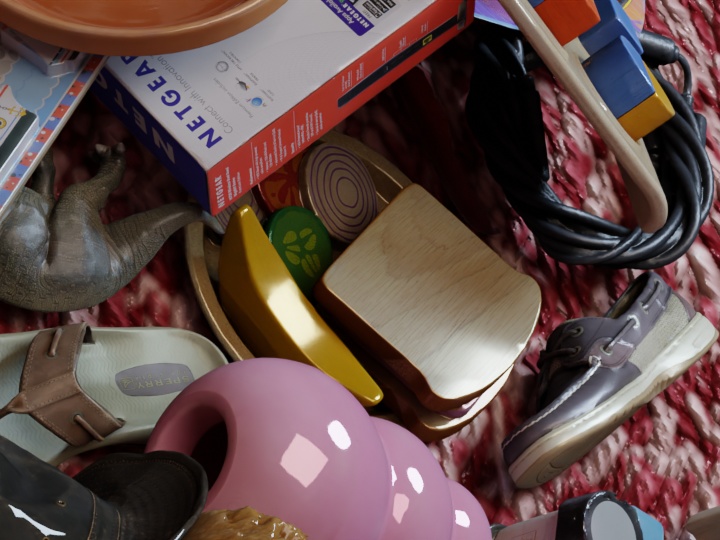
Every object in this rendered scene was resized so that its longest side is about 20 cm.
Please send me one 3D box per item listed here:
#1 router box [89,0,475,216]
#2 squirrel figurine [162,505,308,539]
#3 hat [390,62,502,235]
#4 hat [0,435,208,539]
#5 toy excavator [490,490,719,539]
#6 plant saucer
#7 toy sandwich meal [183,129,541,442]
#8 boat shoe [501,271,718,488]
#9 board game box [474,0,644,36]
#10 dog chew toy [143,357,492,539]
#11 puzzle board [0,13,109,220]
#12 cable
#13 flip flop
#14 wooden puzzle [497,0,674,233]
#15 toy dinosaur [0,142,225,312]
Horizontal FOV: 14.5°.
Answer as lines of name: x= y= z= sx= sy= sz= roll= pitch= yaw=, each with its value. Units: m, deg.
router box: x=-0.071 y=-0.153 z=1.456 sx=0.179 sy=0.049 sz=0.200 roll=-38 pitch=68 yaw=-18
squirrel figurine: x=-0.053 y=0.198 z=1.256 sx=0.187 sy=0.200 sz=0.142 roll=53 pitch=34 yaw=-17
hat: x=-0.027 y=-0.132 z=1.594 sx=0.165 sy=0.176 sz=0.200 roll=-13 pitch=45 yaw=-18
hat: x=-0.165 y=0.122 z=1.214 sx=0.081 sy=0.200 sz=0.201 roll=52 pitch=44 yaw=-18
toy excavator: x=0.147 y=0.183 z=1.499 sx=0.200 sy=0.100 sz=0.195 roll=36 pitch=48 yaw=-33
plant saucer: x=-0.116 y=-0.181 z=1.410 sx=0.200 sy=0.032 sz=0.201 roll=2 pitch=51 yaw=-3
toy sandwich meal: x=0.000 y=0.000 z=1.498 sx=0.205 sy=0.070 sz=0.206 roll=19 pitch=54 yaw=-28
boat shoe: x=0.128 y=0.057 z=1.567 sx=0.065 sy=0.072 sz=0.200 roll=50 pitch=42 yaw=6
board game box: x=0.091 y=-0.209 z=1.682 sx=0.200 sy=0.039 sz=0.158 roll=16 pitch=42 yaw=-22
dog chew toy: x=-0.013 y=0.120 z=1.387 sx=0.200 sy=0.124 sz=0.125 roll=25 pitch=50 yaw=-41
puzzle board: x=-0.213 y=-0.090 z=1.355 sx=0.150 sy=0.017 sz=0.200 roll=15 pitch=45 yaw=12
cable: x=0.134 y=-0.084 z=1.659 sx=0.163 sy=0.051 sz=0.200 roll=30 pitch=46 yaw=-19
flip flop: x=-0.137 y=0.058 z=1.366 sx=0.200 sy=0.058 sz=0.081 roll=-7 pitch=69 yaw=-40
wooden puzzle: x=0.113 y=-0.138 z=1.525 sx=0.200 sy=0.046 sz=0.185 roll=56 pitch=11 yaw=-22
toy dinosaur: x=-0.165 y=-0.019 z=1.395 sx=0.200 sy=0.077 sz=0.103 roll=15 pitch=68 yaw=-36
